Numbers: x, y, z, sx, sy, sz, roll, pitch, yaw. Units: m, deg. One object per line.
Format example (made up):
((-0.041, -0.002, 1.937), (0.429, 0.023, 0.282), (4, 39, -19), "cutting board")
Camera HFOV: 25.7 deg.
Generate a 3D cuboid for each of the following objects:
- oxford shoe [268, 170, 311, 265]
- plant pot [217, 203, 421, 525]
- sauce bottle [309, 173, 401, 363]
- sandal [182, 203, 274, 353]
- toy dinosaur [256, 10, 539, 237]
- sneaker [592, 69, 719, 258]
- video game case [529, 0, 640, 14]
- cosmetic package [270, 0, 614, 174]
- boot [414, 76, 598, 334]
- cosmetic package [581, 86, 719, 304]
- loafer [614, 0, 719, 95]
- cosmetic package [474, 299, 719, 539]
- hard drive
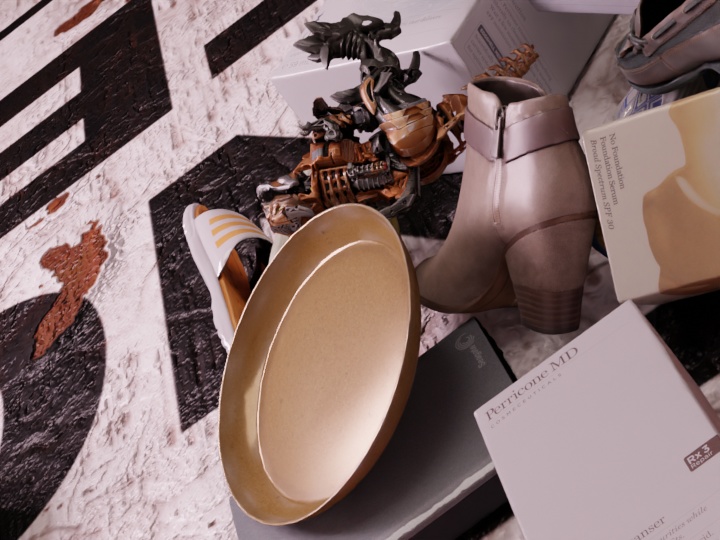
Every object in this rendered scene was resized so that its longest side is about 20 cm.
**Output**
((-0.025, -0.017, 1.165), (0.057, 0.076, 0.201), (1, 45, 16), "oxford shoe")
((-0.023, 0.059, 0.963), (0.199, 0.027, 0.202), (-34, 45, 43), "plant pot")
((0.000, 0.000, 1.053), (0.064, 0.065, 0.201), (-30, 35, 16), "sauce bottle")
((-0.079, 0.011, 1.183), (0.059, 0.079, 0.207), (-34, 38, 7), "sandal")
((0.022, -0.093, 1.050), (0.198, 0.103, 0.136), (-15, 53, -16), "toy dinosaur")
((0.192, -0.077, 1.005), (0.200, 0.075, 0.088), (-52, 17, -27), "sneaker")
((0.230, -0.242, 1.064), (0.183, 0.022, 0.199), (-51, 33, -17), "video game case")
((0.071, -0.187, 1.225), (0.198, 0.123, 0.201), (-4, 44, 46), "cosmetic package")
((0.084, -0.045, 0.977), (0.070, 0.148, 0.199), (-13, 13, -28), "boot")
((0.230, -0.053, 0.855), (0.198, 0.071, 0.106), (-18, 80, 31), "cosmetic package")
((0.193, -0.149, 0.916), (0.072, 0.063, 0.200), (-48, 13, -7), "loafer")
((0.139, 0.117, 0.775), (0.112, 0.081, 0.200), (-37, 30, 8), "cosmetic package")
((0.016, 0.127, 0.953), (0.199, 0.033, 0.140), (-37, 29, 6), "hard drive")
